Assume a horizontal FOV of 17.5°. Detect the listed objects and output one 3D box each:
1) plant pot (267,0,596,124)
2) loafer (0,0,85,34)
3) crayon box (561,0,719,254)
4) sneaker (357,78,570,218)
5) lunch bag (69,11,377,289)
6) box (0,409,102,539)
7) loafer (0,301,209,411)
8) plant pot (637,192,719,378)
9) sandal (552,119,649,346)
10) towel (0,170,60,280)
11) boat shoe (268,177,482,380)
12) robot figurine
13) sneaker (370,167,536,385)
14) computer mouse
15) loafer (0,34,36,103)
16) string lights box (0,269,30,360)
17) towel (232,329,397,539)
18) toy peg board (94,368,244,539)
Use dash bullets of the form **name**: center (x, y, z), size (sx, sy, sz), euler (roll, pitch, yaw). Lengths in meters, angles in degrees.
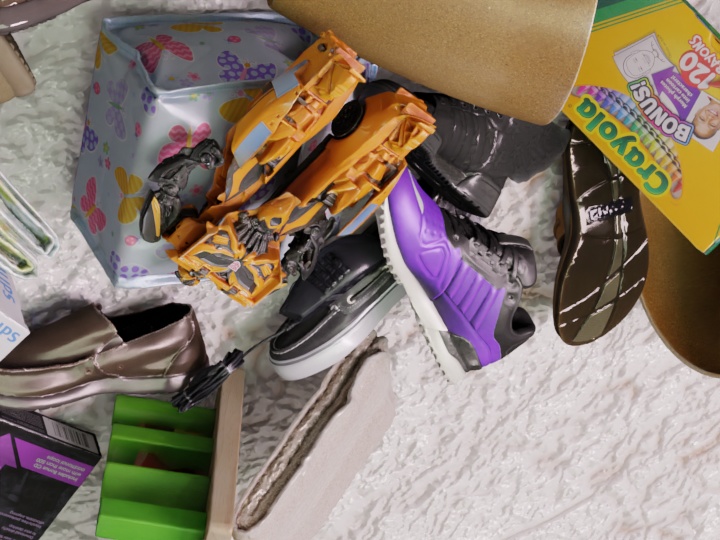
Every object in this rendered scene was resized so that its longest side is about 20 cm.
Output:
- **plant pot**: center (0.044, -0.208, 1.572), size (0.200, 0.186, 0.187), euler (10, 121, -10)
- **loafer**: center (-0.179, -0.212, 1.496), size (0.200, 0.073, 0.071), euler (-31, 120, -40)
- **crayon box**: center (0.224, -0.124, 1.697), size (0.200, 0.058, 0.119), euler (46, 104, 6)
- **sneaker**: center (0.078, -0.112, 1.691), size (0.104, 0.060, 0.200), euler (-58, 138, -10)
- **lunch bag**: center (-0.086, -0.087, 1.636), size (0.200, 0.127, 0.170), euler (-6, 127, -31)
- **box**: center (-0.313, 0.185, 1.798), size (0.143, 0.036, 0.200), euler (25, 114, -33)
- **loafer**: center (-0.209, 0.053, 1.730), size (0.200, 0.073, 0.071), euler (-6, 116, -24)
- **plant pot**: center (0.346, -0.022, 1.834), size (0.200, 0.186, 0.187), euler (-9, 128, -34)
- **sandal**: center (0.178, -0.039, 1.824), size (0.082, 0.055, 0.200), euler (-14, 114, -19)
- **towel**: center (-0.285, -0.088, 1.507), size (0.048, 0.200, 0.171), euler (-41, 129, -6)
- **boat shoe**: center (0.000, 0.000, 1.769), size (0.200, 0.070, 0.066), euler (-38, 121, 7)
- **robot figurine**: center (-0.052, -0.058, 1.553), size (0.145, 0.058, 0.200), euler (34, 107, -35)
- **sneaker**: center (0.075, -0.012, 1.707), size (0.099, 0.070, 0.200), euler (-20, 128, 7)
- **computer mouse**: center (-0.065, 0.035, 1.720), size (0.200, 0.059, 0.034), euler (-38, 86, 5)
- **loafer**: center (-0.284, -0.173, 1.524), size (0.067, 0.076, 0.200), euler (-36, 129, -2)
- **string lights box**: center (-0.331, 0.068, 1.662), size (0.200, 0.103, 0.059), euler (-43, 127, 11)
- **towel**: center (-0.032, 0.149, 1.797), size (0.200, 0.034, 0.133), euler (-55, 159, -22)
- **toy peg board**: center (-0.156, 0.202, 1.784), size (0.098, 0.200, 0.199), euler (10, 123, -6)
